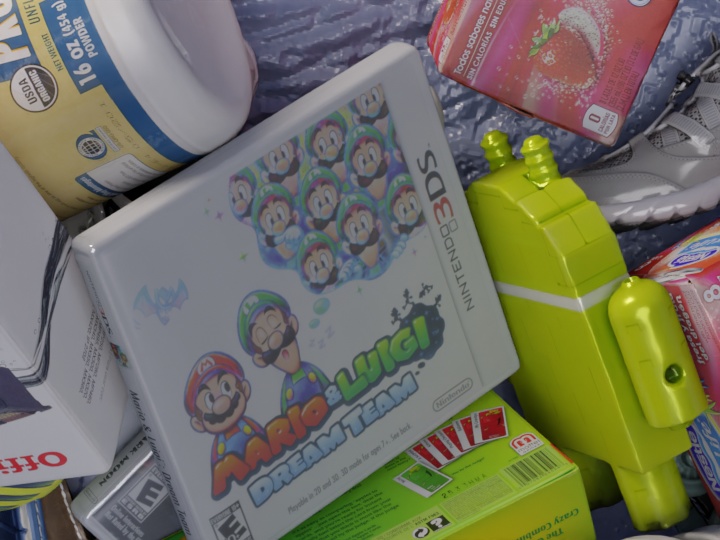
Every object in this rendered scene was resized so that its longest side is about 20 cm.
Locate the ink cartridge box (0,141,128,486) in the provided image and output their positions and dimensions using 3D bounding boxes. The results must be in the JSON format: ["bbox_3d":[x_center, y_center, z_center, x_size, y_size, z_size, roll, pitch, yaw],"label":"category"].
[{"bbox_3d":[-0.206,0.013,1.249,0.144,0.085,0.200,-8,141,21],"label":"ink cartridge box"}]

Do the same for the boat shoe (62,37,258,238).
[{"bbox_3d":[-0.118,-0.034,1.397,0.073,0.065,0.201,27,99,-8],"label":"boat shoe"}]

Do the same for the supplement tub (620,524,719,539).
[{"bbox_3d":[0.115,0.209,1.307,0.199,0.144,0.146,-20,105,-36],"label":"supplement tub"}]

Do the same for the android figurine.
[{"bbox_3d":[0.103,0.027,1.365,0.041,0.182,0.201,-24,102,-18],"label":"android figurine"}]

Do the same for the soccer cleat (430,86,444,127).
[{"bbox_3d":[0.000,0.000,1.415,0.086,0.070,0.201,28,104,-19],"label":"soccer cleat"}]

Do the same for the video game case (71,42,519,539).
[{"bbox_3d":[-0.025,0.018,1.320,0.199,0.024,0.183,-33,118,-27],"label":"video game case"}]

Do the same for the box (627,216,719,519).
[{"bbox_3d":[0.216,0.070,1.349,0.099,0.095,0.201,-30,100,-18],"label":"box"}]

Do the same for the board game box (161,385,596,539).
[{"bbox_3d":[0.001,0.134,1.347,0.199,0.102,0.048,-26,122,-16],"label":"board game box"}]

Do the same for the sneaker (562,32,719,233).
[{"bbox_3d":[0.179,-0.076,1.410,0.199,0.075,0.083,-22,88,-5],"label":"sneaker"}]

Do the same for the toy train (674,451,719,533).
[{"bbox_3d":[0.216,0.106,1.439,0.114,0.085,0.200,-38,102,-4],"label":"toy train"}]

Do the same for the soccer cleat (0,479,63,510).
[{"bbox_3d":[-0.218,0.093,1.370,0.199,0.084,0.065,-14,87,33],"label":"soccer cleat"}]

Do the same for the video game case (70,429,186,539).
[{"bbox_3d":[-0.020,0.112,1.402,0.182,0.023,0.200,-45,125,-4],"label":"video game case"}]

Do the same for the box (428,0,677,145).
[{"bbox_3d":[0.114,-0.174,1.353,0.095,0.100,0.201,22,101,-7],"label":"box"}]

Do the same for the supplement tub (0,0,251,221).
[{"bbox_3d":[-0.167,-0.090,1.314,0.199,0.145,0.145,-24,103,16],"label":"supplement tub"}]

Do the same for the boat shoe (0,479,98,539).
[{"bbox_3d":[-0.140,0.165,1.443,0.072,0.072,0.202,-15,101,-16],"label":"boat shoe"}]

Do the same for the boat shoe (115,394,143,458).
[{"bbox_3d":[-0.102,0.080,1.409,0.072,0.068,0.201,-34,118,-15],"label":"boat shoe"}]
